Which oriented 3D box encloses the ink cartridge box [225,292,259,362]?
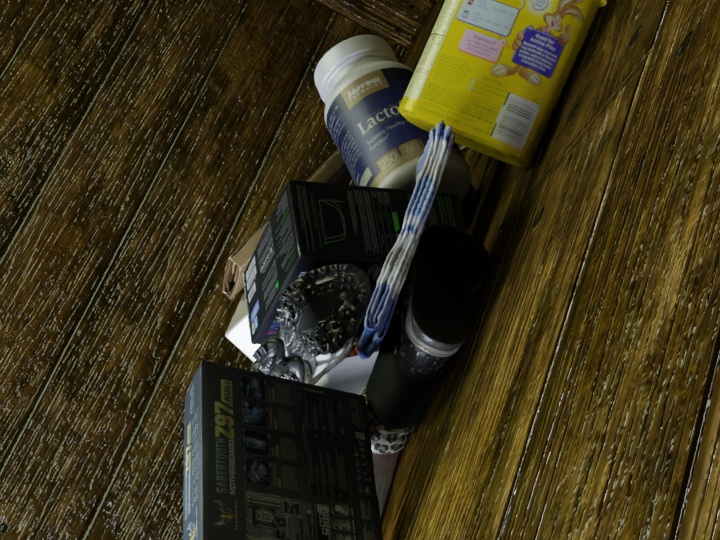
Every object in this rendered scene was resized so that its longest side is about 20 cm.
[{"bbox_3d":[-0.055,0.098,1.569,0.067,0.200,0.117,-41,14,20],"label":"ink cartridge box"}]

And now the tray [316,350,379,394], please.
[{"bbox_3d":[-0.057,0.133,1.332,0.199,0.022,0.108,-15,27,44],"label":"tray"}]

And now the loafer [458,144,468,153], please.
[{"bbox_3d":[0.152,-0.226,1.605,0.201,0.070,0.070,-62,-3,22],"label":"loafer"}]

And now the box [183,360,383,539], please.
[{"bbox_3d":[-0.066,0.176,1.121,0.201,0.157,0.051,-99,30,-47],"label":"box"}]

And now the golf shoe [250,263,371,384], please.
[{"bbox_3d":[-0.035,0.047,1.277,0.094,0.078,0.200,-33,-12,-44],"label":"golf shoe"}]

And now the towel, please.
[{"bbox_3d":[0.038,-0.024,1.211,0.147,0.024,0.201,108,-179,-78],"label":"towel"}]

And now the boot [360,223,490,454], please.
[{"bbox_3d":[0.053,0.059,1.244,0.204,0.073,0.154,-70,5,-58],"label":"boot"}]

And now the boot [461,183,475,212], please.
[{"bbox_3d":[0.046,-0.061,1.502,0.199,0.074,0.075,-25,-12,-35],"label":"boot"}]

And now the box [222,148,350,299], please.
[{"bbox_3d":[-0.081,-0.057,1.556,0.200,0.021,0.164,-46,-4,-16],"label":"box"}]

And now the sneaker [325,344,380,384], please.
[{"bbox_3d":[-0.004,0.169,1.396,0.092,0.075,0.201,7,-80,-66],"label":"sneaker"}]

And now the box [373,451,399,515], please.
[{"bbox_3d":[-0.004,0.221,1.212,0.039,0.041,0.201,-59,8,41],"label":"box"}]

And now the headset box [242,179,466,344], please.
[{"bbox_3d":[0.000,0.000,1.380,0.174,0.199,0.093,123,144,-51],"label":"headset box"}]

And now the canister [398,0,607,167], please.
[{"bbox_3d":[0.137,-0.216,1.296,0.201,0.148,0.087,-66,-20,0],"label":"canister"}]

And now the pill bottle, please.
[{"bbox_3d":[0.029,-0.150,1.445,0.201,0.115,0.116,63,142,30],"label":"pill bottle"}]
